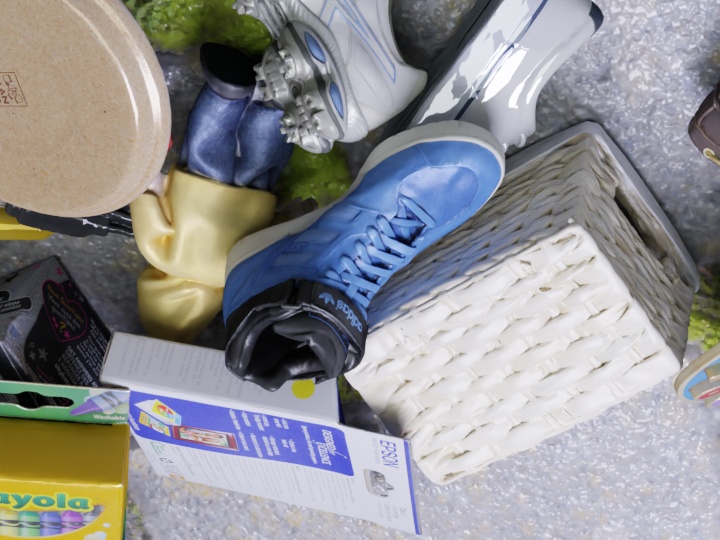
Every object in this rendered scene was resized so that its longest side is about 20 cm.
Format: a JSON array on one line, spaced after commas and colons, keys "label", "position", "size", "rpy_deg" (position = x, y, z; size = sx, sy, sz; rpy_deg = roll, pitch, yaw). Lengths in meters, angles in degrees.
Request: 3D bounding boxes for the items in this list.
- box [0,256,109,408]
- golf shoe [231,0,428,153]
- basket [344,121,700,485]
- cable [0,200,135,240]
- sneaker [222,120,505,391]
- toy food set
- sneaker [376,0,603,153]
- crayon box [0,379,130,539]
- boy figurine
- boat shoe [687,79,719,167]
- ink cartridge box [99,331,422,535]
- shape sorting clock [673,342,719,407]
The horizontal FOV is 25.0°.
[{"label": "box", "position": [-0.273, 0.096, 1.128], "size": [0.199, 0.115, 0.133], "rpy_deg": [-21, 114, 21]}, {"label": "golf shoe", "position": [-0.029, -0.173, 0.938], "size": [0.097, 0.078, 0.202], "rpy_deg": [-23, 97, -22]}, {"label": "basket", "position": [0.094, 0.026, 1.003], "size": [0.199, 0.124, 0.136], "rpy_deg": [-29, 112, 26]}, {"label": "cable", "position": [-0.162, -0.044, 1.073], "size": [0.198, 0.050, 0.098], "rpy_deg": [15, 114, -13]}, {"label": "sneaker", "position": [0.001, 0.001, 0.929], "size": [0.199, 0.112, 0.077], "rpy_deg": [-27, 129, 24]}, {"label": "toy food set", "position": [-0.197, -0.118, 0.945], "size": [0.197, 0.049, 0.201], "rpy_deg": [-13, 120, 34]}, {"label": "sneaker", "position": [0.068, -0.093, 0.964], "size": [0.070, 0.073, 0.200], "rpy_deg": [30, 125, -13]}, {"label": "crayon box", "position": [-0.213, 0.151, 1.038], "size": [0.124, 0.052, 0.201], "rpy_deg": [5, 137, -6]}, {"label": "boy figurine", "position": [-0.088, -0.036, 1.018], "size": [0.123, 0.065, 0.201], "rpy_deg": [6, 121, -24]}, {"label": "boat shoe", "position": [0.286, -0.056, 0.948], "size": [0.199, 0.072, 0.060], "rpy_deg": [25, 143, -12]}, {"label": "ink cartridge box", "position": [-0.055, 0.109, 1.069], "size": [0.198, 0.047, 0.198], "rpy_deg": [9, 155, 8]}, {"label": "shape sorting clock", "position": [0.279, 0.037, 0.953], "size": [0.199, 0.199, 0.039], "rpy_deg": [-35, 69, 27]}]
